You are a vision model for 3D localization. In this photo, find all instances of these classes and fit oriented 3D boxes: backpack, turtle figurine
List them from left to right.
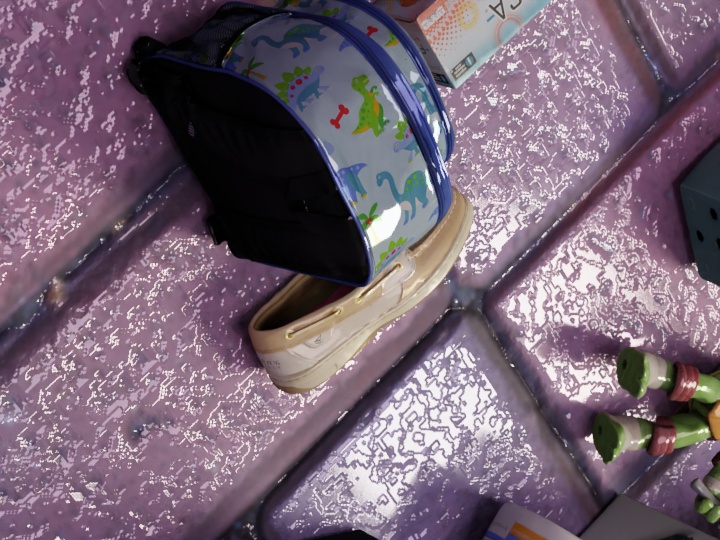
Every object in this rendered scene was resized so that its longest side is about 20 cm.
[{"bbox_3d":[-0.026,-0.093,1.354,0.147,0.200,0.183,-38,120,-20],"label":"backpack"},{"bbox_3d":[0.302,0.136,1.658,0.193,0.144,0.201,8,59,-19],"label":"turtle figurine"}]

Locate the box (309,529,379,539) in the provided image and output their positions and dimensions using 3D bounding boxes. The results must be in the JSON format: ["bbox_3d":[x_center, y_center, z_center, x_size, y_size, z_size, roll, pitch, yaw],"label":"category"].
[{"bbox_3d":[-0.029,0.281,1.452,0.196,0.200,0.118,-7,106,-32],"label":"box"}]

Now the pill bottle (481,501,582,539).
[{"bbox_3d":[0.113,0.294,1.608,0.112,0.112,0.200,35,83,-35],"label":"pill bottle"}]

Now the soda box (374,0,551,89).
[{"bbox_3d":[0.105,-0.223,1.493,0.200,0.064,0.068,-43,122,-17],"label":"soda box"}]

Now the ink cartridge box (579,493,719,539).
[{"bbox_3d":[0.224,0.280,1.624,0.174,0.200,0.044,-43,124,-18],"label":"ink cartridge box"}]

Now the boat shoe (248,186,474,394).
[{"bbox_3d":[0.000,0.000,1.475,0.200,0.074,0.069,-46,129,-15],"label":"boat shoe"}]

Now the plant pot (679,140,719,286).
[{"bbox_3d":[0.374,-0.060,1.678,0.200,0.141,0.142,-26,116,-20],"label":"plant pot"}]
